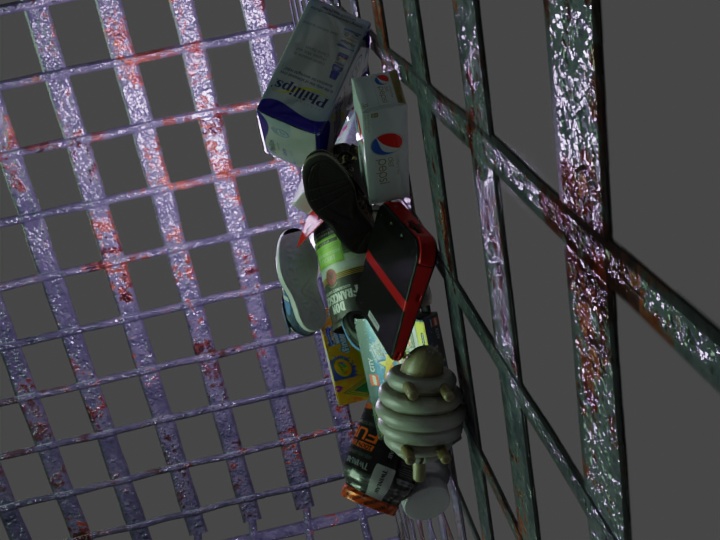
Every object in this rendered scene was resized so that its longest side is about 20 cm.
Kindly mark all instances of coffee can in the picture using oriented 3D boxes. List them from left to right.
[{"bbox_3d":[0.000,0.000,1.628,0.146,0.146,0.200,95,162,-77],"label":"coffee can"}]

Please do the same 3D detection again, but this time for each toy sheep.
[{"bbox_3d":[0.083,0.199,1.240,0.138,0.138,0.200,-119,34,-76],"label":"toy sheep"}]

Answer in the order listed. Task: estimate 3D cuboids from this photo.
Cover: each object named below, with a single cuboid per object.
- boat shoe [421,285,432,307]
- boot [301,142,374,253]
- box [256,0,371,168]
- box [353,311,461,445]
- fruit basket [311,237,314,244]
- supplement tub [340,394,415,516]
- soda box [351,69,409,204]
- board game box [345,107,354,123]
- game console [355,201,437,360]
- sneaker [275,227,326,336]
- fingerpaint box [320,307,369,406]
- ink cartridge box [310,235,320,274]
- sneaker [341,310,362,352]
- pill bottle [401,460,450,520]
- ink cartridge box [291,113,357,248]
[{"bbox_3d":[0.058,0.002,1.355,0.200,0.074,0.073,-117,15,-70],"label":"boat shoe"},{"bbox_3d":[-0.031,-0.138,1.364,0.200,0.073,0.151,53,-157,-41],"label":"boot"},{"bbox_3d":[-0.069,-0.279,1.398,0.184,0.105,0.200,96,-162,-78],"label":"box"},{"bbox_3d":[0.070,0.162,1.357,0.136,0.038,0.200,-2,104,42],"label":"box"},{"bbox_3d":[-0.050,-0.135,1.886,0.200,0.094,0.185,138,153,-70],"label":"fruit basket"},{"bbox_3d":[0.047,0.292,1.487,0.123,0.122,0.200,100,-169,-79],"label":"supplement tub"},{"bbox_3d":[0.030,-0.181,1.254,0.200,0.064,0.068,82,174,-57],"label":"soda box"},{"bbox_3d":[-0.003,-0.243,1.700,0.126,0.035,0.200,83,173,-58],"label":"board game box"},{"bbox_3d":[0.047,0.008,1.272,0.200,0.031,0.177,-123,43,-63],"label":"game console"},{"bbox_3d":[-0.124,0.027,1.707,0.146,0.080,0.200,162,93,-72],"label":"sneaker"},{"bbox_3d":[0.017,0.146,1.704,0.200,0.167,0.073,-109,7,-50],"label":"fingerpaint box"},{"bbox_3d":[-0.051,-0.083,1.958,0.200,0.043,0.196,-54,26,21],"label":"ink cartridge box"},{"bbox_3d":[0.052,0.107,1.436,0.200,0.071,0.083,28,128,39],"label":"sneaker"},{"bbox_3d":[0.095,0.338,1.599,0.200,0.112,0.112,-109,8,-53],"label":"pill bottle"},{"bbox_3d":[-0.061,-0.156,1.585,0.200,0.044,0.174,-42,23,48],"label":"ink cartridge box"}]
